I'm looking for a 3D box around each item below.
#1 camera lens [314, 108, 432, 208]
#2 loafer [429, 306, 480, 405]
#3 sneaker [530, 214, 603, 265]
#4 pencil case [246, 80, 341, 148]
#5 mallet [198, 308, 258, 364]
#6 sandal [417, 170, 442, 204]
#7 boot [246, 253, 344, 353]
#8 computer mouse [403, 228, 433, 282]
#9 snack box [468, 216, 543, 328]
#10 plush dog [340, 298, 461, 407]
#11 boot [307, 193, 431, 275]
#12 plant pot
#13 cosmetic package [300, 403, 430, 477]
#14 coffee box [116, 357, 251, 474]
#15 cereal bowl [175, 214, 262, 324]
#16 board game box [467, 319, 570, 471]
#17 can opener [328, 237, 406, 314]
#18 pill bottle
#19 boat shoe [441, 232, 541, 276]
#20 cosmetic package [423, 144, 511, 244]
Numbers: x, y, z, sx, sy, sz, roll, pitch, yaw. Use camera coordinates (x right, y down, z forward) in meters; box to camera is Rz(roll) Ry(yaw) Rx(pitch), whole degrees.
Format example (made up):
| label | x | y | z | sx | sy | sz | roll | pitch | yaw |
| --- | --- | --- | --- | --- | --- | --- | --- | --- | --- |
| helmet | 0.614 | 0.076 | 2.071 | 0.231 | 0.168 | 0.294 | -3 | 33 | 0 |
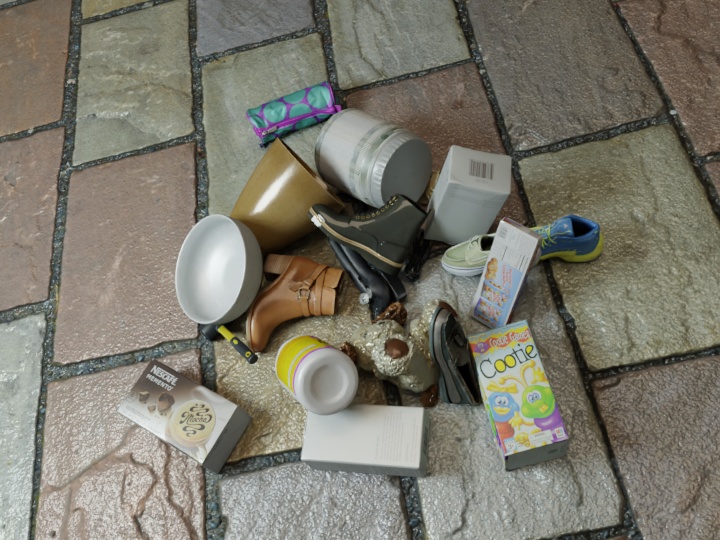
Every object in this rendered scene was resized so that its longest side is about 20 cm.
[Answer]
| label | x | y | z | sx | sy | sz | roll | pitch | yaw |
| --- | --- | --- | --- | --- | --- | --- | --- | --- | --- |
| camera lens | 0.020 | -0.216 | 1.330 | 0.199 | 0.160 | 0.160 | 31 | 71 | 38 |
| loafer | 0.157 | 0.141 | 1.099 | 0.062 | 0.201 | 0.072 | 12 | 45 | 30 |
| sneaker | 0.335 | -0.063 | 1.227 | 0.198 | 0.105 | 0.076 | -5 | 60 | 9 |
| pencil case | -0.143 | -0.343 | 1.496 | 0.198 | 0.085 | 0.093 | -20 | 43 | 1 |
| mallet | -0.226 | 0.117 | 1.242 | 0.066 | 0.041 | 0.199 | -48 | 36 | -18 |
| sandal | 0.167 | -0.170 | 1.343 | 0.210 | 0.070 | 0.078 | 15 | 65 | 19 |
| boot | -0.121 | 0.069 | 1.267 | 0.153 | 0.074 | 0.202 | 12 | 77 | 10 |
| computer mouse | 0.037 | -0.055 | 1.322 | 0.198 | 0.044 | 0.110 | 18 | 68 | 20 |
| snack box | 0.243 | 0.012 | 1.161 | 0.072 | 0.201 | 0.024 | 31 | 39 | 25 |
| plush dog | 0.060 | 0.138 | 1.177 | 0.171 | 0.162 | 0.199 | 21 | 38 | 36 |
| boot | 0.017 | -0.102 | 1.241 | 0.199 | 0.078 | 0.139 | 31 | 108 | -3 |
| plant pot | -0.165 | -0.124 | 1.339 | 0.200 | 0.186 | 0.187 | -43 | 61 | 5 |
| cosmetic package | 0.010 | 0.278 | 1.128 | 0.198 | 0.074 | 0.103 | 1 | 62 | 15 |
| coffee box | -0.309 | 0.253 | 1.202 | 0.199 | 0.080 | 0.114 | 24 | 70 | 22 |
| cereal bowl | -0.249 | 0.003 | 1.259 | 0.199 | 0.083 | 0.202 | -10 | 73 | 37 |
| board game box | 0.249 | 0.201 | 1.100 | 0.102 | 0.105 | 0.202 | -15 | 59 | 3 |
| can opener | 0.000 | 0.000 | 1.290 | 0.078 | 0.064 | 0.200 | -18 | 57 | -42 |
| pill bottle | -0.082 | 0.165 | 1.139 | 0.104 | 0.105 | 0.200 | -42 | 17 | -12 |
| boat shoe | 0.224 | -0.038 | 1.219 | 0.199 | 0.062 | 0.072 | -8 | 45 | 42 |
| cosmetic package | 0.189 | -0.126 | 1.228 | 0.112 | 0.200 | 0.082 | 11 | 64 | -5 |
